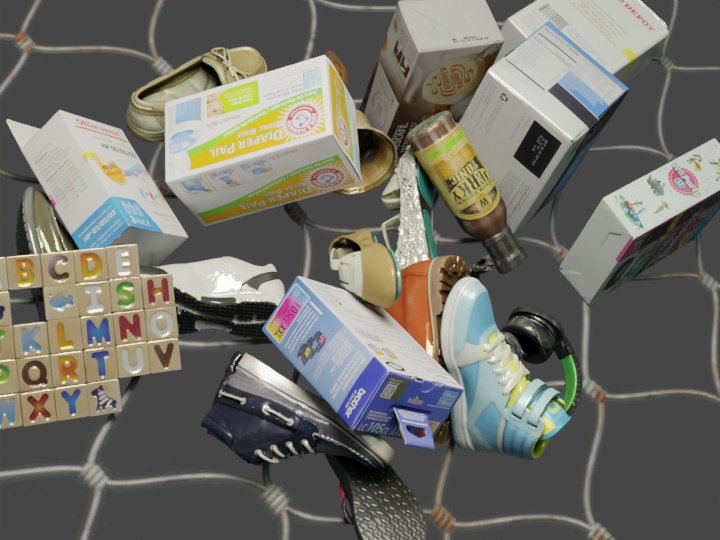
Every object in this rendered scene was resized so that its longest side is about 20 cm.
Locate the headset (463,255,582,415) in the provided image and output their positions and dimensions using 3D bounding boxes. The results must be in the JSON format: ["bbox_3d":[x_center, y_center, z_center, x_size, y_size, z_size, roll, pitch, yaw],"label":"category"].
[{"bbox_3d":[0.176,0.080,1.395,0.123,0.094,0.201,-30,83,-30],"label":"headset"}]

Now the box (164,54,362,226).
[{"bbox_3d":[-0.108,-0.142,1.386,0.198,0.102,0.114,-15,59,14],"label":"box"}]

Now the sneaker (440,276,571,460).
[{"bbox_3d":[0.156,0.106,1.295,0.130,0.202,0.079,11,31,37],"label":"sneaker"}]

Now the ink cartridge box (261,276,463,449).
[{"bbox_3d":[0.011,0.101,1.271,0.136,0.077,0.200,18,18,-49],"label":"ink cartridge box"}]

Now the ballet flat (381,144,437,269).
[{"bbox_3d":[0.055,-0.070,1.472,0.071,0.072,0.202,7,56,-12],"label":"ballet flat"}]

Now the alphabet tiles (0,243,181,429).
[{"bbox_3d":[-0.281,0.063,1.253,0.198,0.008,0.169,-6,92,-22],"label":"alphabet tiles"}]

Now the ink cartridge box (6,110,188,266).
[{"bbox_3d":[-0.285,-0.099,1.348,0.201,0.068,0.115,55,17,18],"label":"ink cartridge box"}]

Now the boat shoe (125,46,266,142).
[{"bbox_3d":[-0.190,-0.221,1.488,0.200,0.063,0.073,-29,71,-29],"label":"boat shoe"}]

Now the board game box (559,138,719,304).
[{"bbox_3d":[0.349,-0.059,1.500,0.199,0.148,0.064,-28,69,-29],"label":"board game box"}]

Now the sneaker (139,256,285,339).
[{"bbox_3d":[-0.175,0.022,1.349,0.198,0.074,0.081,9,43,-17],"label":"sneaker"}]

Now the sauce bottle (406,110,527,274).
[{"bbox_3d":[0.130,-0.090,1.467,0.065,0.064,0.201,-42,103,-33],"label":"sauce bottle"}]

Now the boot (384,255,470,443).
[{"bbox_3d":[0.065,0.089,1.375,0.075,0.106,0.203,13,75,-51],"label":"boot"}]

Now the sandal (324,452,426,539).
[{"bbox_3d":[0.009,0.230,1.289,0.074,0.045,0.201,-7,47,-25],"label":"sandal"}]

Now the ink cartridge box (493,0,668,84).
[{"bbox_3d":[0.293,-0.301,1.670,0.199,0.084,0.145,-35,74,-31],"label":"ink cartridge box"}]

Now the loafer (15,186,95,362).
[{"bbox_3d":[-0.312,0.005,1.313,0.069,0.075,0.202,-11,73,-26],"label":"loafer"}]

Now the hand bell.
[{"bbox_3d":[-0.024,-0.199,1.528,0.103,0.105,0.201,1,46,-16],"label":"hand bell"}]

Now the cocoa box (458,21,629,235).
[{"bbox_3d":[0.201,-0.165,1.487,0.133,0.201,0.131,42,55,11],"label":"cocoa box"}]

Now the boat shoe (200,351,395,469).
[{"bbox_3d":[-0.068,0.171,1.271,0.199,0.075,0.093,28,75,18],"label":"boat shoe"}]

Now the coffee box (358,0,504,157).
[{"bbox_3d":[0.080,-0.229,1.490,0.113,0.201,0.080,-10,61,-22],"label":"coffee box"}]

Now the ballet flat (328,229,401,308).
[{"bbox_3d":[0.000,0.000,1.358,0.062,0.200,0.070,-3,100,-7],"label":"ballet flat"}]
